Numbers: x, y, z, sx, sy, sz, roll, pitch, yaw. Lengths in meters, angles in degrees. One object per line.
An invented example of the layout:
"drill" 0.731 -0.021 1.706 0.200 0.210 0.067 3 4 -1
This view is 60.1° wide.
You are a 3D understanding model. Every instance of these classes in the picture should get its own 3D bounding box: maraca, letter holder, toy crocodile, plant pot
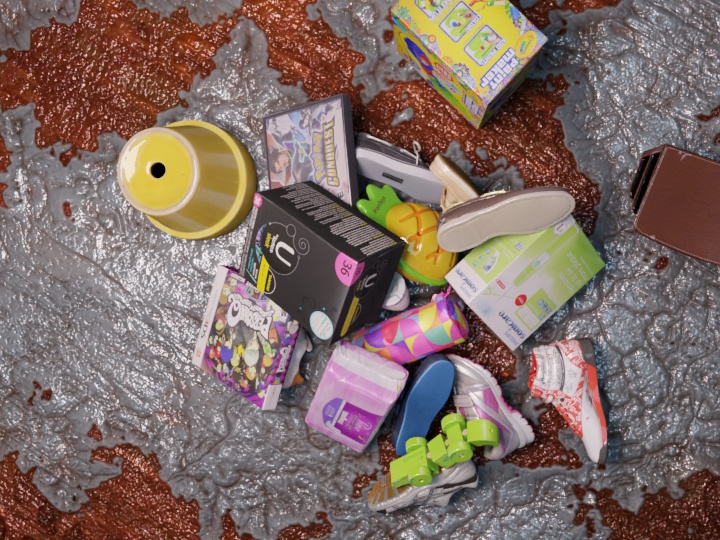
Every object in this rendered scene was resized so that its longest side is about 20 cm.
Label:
"maraca" 0.078 -0.057 0.997 0.200 0.138 0.107 40 132 -11
"letter holder" 0.523 -0.090 0.962 0.198 0.101 0.144 20 97 5
"toy crocodile" 0.126 0.287 0.977 0.199 0.068 0.062 -37 124 22
"plant pot" -0.288 -0.151 1.006 0.198 0.189 0.203 0 92 7

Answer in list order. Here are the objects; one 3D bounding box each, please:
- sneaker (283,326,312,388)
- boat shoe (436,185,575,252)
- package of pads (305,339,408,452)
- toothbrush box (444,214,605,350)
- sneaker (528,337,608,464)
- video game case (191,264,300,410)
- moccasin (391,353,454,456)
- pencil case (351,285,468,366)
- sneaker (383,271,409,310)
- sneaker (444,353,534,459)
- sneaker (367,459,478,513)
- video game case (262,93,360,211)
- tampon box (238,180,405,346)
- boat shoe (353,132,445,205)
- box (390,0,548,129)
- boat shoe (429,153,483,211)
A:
"sneaker" -0.125 0.099 1.071 0.084 0.073 0.203 4 85 -28
"boat shoe" 0.206 -0.085 0.903 0.198 0.060 0.072 -18 130 19
"package of pads" -0.010 0.203 0.995 0.120 0.076 0.201 27 139 4
"toothbrush box" 0.256 0.001 0.970 0.200 0.086 0.146 -43 125 7
"sneaker" 0.334 0.216 1.014 0.107 0.067 0.204 -8 88 8
"video game case" -0.190 0.105 1.034 0.199 0.036 0.183 22 98 37
"moccasin" 0.086 0.210 1.012 0.080 0.068 0.202 13 116 -22
"pencil case" 0.079 0.104 1.005 0.199 0.088 0.089 -28 89 23
"sneaker" 0.000 0.000 1.041 0.200 0.080 0.077 42 92 23
"sneaker" 0.190 0.225 1.010 0.088 0.081 0.200 -39 87 -17
"sneaker" 0.107 0.370 1.043 0.199 0.076 0.088 -31 110 17
"video game case" -0.084 -0.168 1.020 0.179 0.025 0.203 -3 93 38
"tampon box" -0.062 -0.017 0.931 0.199 0.126 0.151 35 124 25
"boat shoe" 0.077 -0.170 1.023 0.197 0.074 0.069 18 66 -5
"box" 0.158 -0.339 0.940 0.193 0.200 0.122 44 96 4
"boat shoe" 0.162 -0.099 0.978 0.069 0.074 0.200 -38 127 17
